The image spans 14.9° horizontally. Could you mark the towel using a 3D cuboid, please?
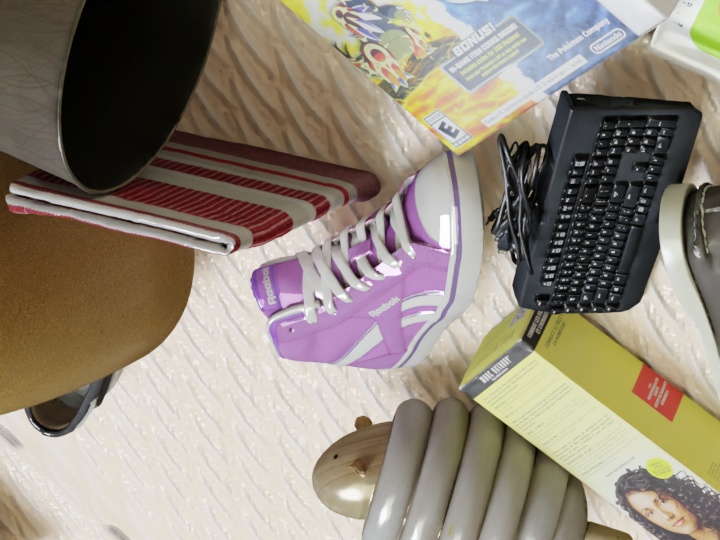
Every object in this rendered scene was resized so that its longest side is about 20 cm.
[{"bbox_3d":[-0.091,-0.043,1.536,0.144,0.200,0.023,12,106,20],"label":"towel"}]

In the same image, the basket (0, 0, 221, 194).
[{"bbox_3d":[-0.201,-0.146,1.507,0.200,0.181,0.136,15,156,25],"label":"basket"}]

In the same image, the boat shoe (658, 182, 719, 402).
[{"bbox_3d":[0.221,0.030,1.505,0.060,0.072,0.201,-7,135,25],"label":"boat shoe"}]

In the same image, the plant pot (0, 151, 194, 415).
[{"bbox_3d":[-0.226,0.012,1.618,0.186,0.200,0.187,11,116,23],"label":"plant pot"}]

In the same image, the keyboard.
[{"bbox_3d":[0.119,-0.023,1.496,0.104,0.040,0.200,3,146,-3],"label":"keyboard"}]

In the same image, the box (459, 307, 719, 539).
[{"bbox_3d":[0.161,0.098,1.634,0.200,0.050,0.075,37,140,-8],"label":"box"}]

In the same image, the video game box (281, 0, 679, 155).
[{"bbox_3d":[0.045,-0.163,1.416,0.182,0.047,0.200,42,145,-11],"label":"video game box"}]

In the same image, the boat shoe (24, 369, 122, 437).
[{"bbox_3d":[-0.184,0.032,1.764,0.074,0.060,0.200,27,141,6],"label":"boat shoe"}]

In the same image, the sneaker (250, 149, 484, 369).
[{"bbox_3d":[0.000,0.001,1.568,0.114,0.073,0.201,1,147,-17],"label":"sneaker"}]

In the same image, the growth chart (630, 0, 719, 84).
[{"bbox_3d":[0.201,-0.154,1.365,0.144,0.018,0.200,20,142,13],"label":"growth chart"}]

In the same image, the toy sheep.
[{"bbox_3d":[0.068,0.145,1.681,0.199,0.138,0.138,14,140,-4],"label":"toy sheep"}]
